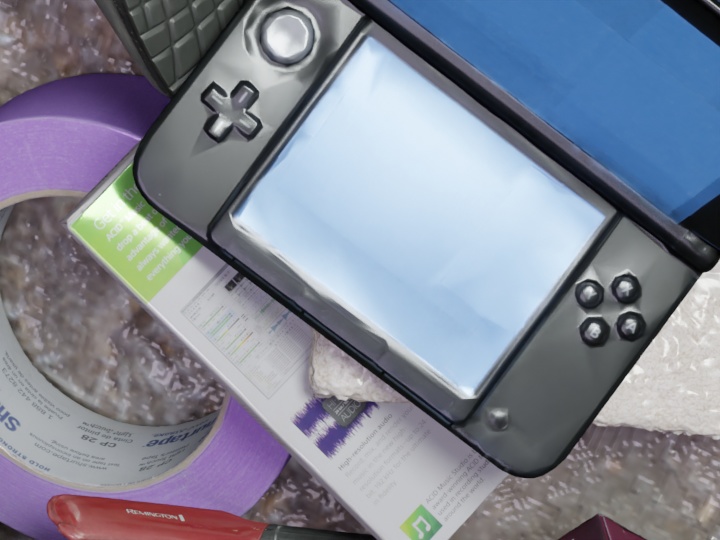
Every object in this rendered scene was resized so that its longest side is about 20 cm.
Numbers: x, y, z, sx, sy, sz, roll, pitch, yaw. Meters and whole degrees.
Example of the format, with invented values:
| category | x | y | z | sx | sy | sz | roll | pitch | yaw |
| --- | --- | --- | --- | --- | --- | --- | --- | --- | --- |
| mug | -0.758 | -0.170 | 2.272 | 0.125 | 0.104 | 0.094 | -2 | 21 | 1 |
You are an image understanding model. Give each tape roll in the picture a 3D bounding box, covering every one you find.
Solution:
| category | x | y | z | sx | sy | sz | roll | pitch | yaw |
| --- | --- | --- | --- | --- | --- | --- | --- | --- | --- |
| tape roll | -0.109 | 0.020 | 1.023 | 0.199 | 0.066 | 0.201 | 6 | 113 | 14 |

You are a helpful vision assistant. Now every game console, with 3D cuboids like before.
| category | x | y | z | sx | sy | sz | roll | pitch | yaw |
| --- | --- | --- | --- | --- | --- | --- | --- | --- | --- |
| game console | 0.042 | -0.041 | 0.837 | 0.200 | 0.118 | 0.171 | 37 | 89 | -5 |

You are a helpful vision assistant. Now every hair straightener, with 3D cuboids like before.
| category | x | y | z | sx | sy | sz | roll | pitch | yaw |
| --- | --- | --- | --- | --- | --- | --- | --- | --- | --- |
| hair straightener | -0.047 | 0.138 | 1.006 | 0.199 | 0.041 | 0.077 | 6 | 112 | -31 |

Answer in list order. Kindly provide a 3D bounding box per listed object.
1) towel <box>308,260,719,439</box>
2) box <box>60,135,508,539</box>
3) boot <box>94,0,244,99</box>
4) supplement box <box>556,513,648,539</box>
| category | x | y | z | sx | sy | sz | roll | pitch | yaw |
| --- | --- | --- | --- | --- | --- | --- | --- | --- | --- |
| towel | 0.082 | -0.006 | 0.917 | 0.199 | 0.034 | 0.133 | 5 | 92 | -6 |
| box | 0.000 | 0.000 | 0.945 | 0.144 | 0.036 | 0.200 | -46 | 102 | -8 |
| boot | -0.118 | -0.156 | 0.898 | 0.130 | 0.068 | 0.200 | 10 | 134 | 50 |
| supplement box | 0.070 | 0.200 | 1.002 | 0.200 | 0.086 | 0.110 | -37 | 133 | 27 |
